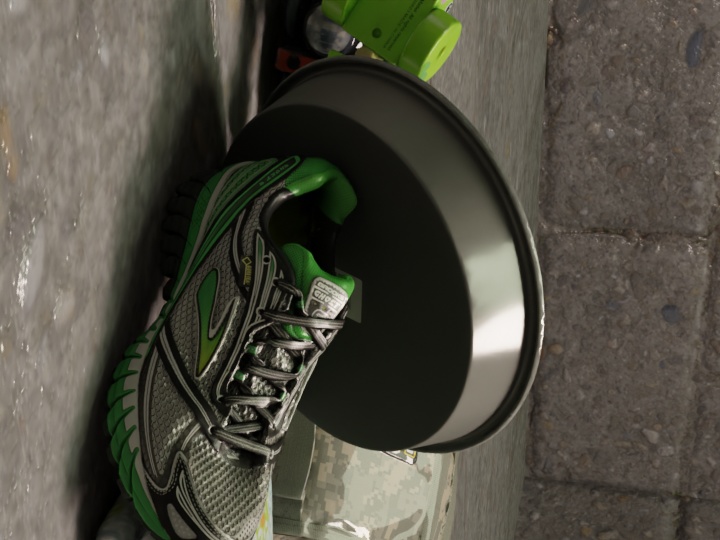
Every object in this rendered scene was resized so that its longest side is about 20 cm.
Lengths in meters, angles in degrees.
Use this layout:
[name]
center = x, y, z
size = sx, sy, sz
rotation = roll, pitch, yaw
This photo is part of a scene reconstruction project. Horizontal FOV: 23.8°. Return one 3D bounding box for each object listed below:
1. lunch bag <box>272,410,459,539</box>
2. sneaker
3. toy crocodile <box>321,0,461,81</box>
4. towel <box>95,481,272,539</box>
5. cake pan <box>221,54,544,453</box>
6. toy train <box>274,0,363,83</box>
[lunch bag]
center = -0.002, 0.105, 1.038
size = 0.200, 0.116, 0.166
rotation = 60, 37, -64
[sneaker]
center = -0.051, 0.031, 0.732
size = 0.078, 0.085, 0.202
rotation = 36, 49, -40
[toy crocodile]
center = 0.001, -0.098, 0.891
size = 0.201, 0.067, 0.062
rotation = -61, 169, 6
[towel]
center = -0.078, 0.159, 0.814
size = 0.200, 0.048, 0.173
rotation = -61, 156, -67
[cake pan]
center = 0.000, 0.000, 0.819
size = 0.037, 0.199, 0.202
rotation = -25, 127, -40
[toy train]
center = -0.002, -0.123, 1.011
size = 0.200, 0.084, 0.115
rotation = -47, 152, -74
